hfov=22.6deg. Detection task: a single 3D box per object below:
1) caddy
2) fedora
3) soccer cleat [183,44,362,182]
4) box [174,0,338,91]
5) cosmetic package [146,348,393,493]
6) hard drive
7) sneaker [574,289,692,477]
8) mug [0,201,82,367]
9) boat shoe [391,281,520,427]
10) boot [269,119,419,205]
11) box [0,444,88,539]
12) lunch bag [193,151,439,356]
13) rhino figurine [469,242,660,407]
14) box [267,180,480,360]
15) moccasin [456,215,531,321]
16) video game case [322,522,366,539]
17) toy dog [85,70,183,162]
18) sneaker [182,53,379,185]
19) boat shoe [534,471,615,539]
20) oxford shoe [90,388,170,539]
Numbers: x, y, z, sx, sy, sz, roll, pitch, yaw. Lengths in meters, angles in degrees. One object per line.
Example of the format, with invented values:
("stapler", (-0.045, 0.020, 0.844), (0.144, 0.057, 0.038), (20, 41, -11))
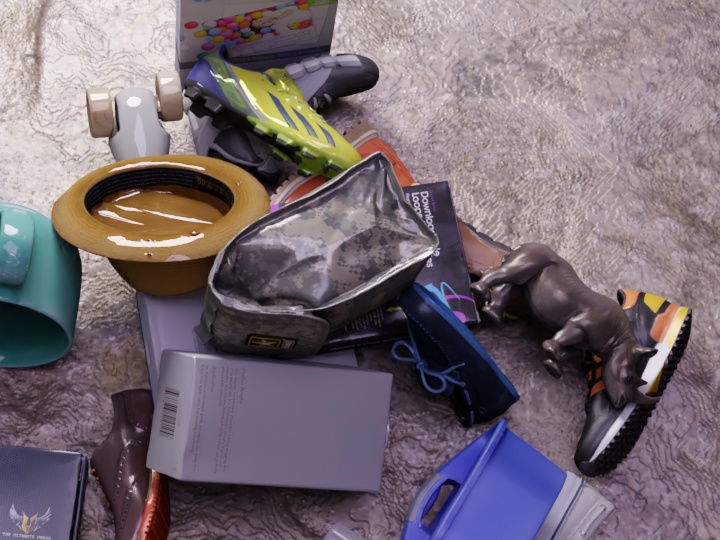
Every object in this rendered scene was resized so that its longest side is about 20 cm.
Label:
("caddy", (0.094, 0.226, 1.593), (0.105, 0.141, 0.200), (33, 66, 3))
("fedora", (-0.178, -0.033, 1.632), (0.200, 0.082, 0.201), (-1, 32, 1))
("soccer cleat", (-0.075, -0.153, 1.713), (0.200, 0.065, 0.084), (29, 71, 16))
("box", (-0.102, -0.247, 1.751), (0.156, 0.200, 0.041), (-8, 65, -11))
("cosmetic package", (-0.078, 0.133, 1.595), (0.200, 0.081, 0.113), (9, 89, -28))
("hard drive", (-0.102, 0.073, 1.669), (0.200, 0.025, 0.132), (0, 64, -27))
("sneaker", (0.238, 0.104, 1.711), (0.090, 0.070, 0.200), (25, 64, 22))
("mug", (-0.318, 0.003, 1.629), (0.185, 0.152, 0.115), (-18, 56, 34))
("boat shoe", (0.082, 0.088, 1.628), (0.069, 0.200, 0.084), (-39, 41, 2))
("boot", (-0.028, -0.051, 1.744), (0.200, 0.075, 0.107), (-41, 81, -22))
("box", (-0.349, 0.232, 1.590), (0.200, 0.051, 0.158), (7, 64, -3))
("lunch bag", (-0.048, 0.005, 1.564), (0.200, 0.164, 0.118), (-29, 81, -14))
("rhino figurine", (0.200, 0.053, 1.658), (0.200, 0.060, 0.087), (41, 73, 6))
("box", (0.000, 0.000, 1.676), (0.200, 0.036, 0.143), (-8, 74, -8))
("moccasin", (0.126, 0.011, 1.732), (0.201, 0.074, 0.078), (31, 80, 4))
("video game case", (0.019, 0.340, 1.532), (0.200, 0.023, 0.182), (32, 111, 9))
("toy dog", (-0.213, -0.095, 1.747), (0.132, 0.096, 0.200), (11, 80, -4))
("sneaker", (-0.072, -0.142, 1.785), (0.200, 0.075, 0.116), (-11, 72, 0))
("boat shoe", (0.176, 0.282, 1.619), (0.086, 0.075, 0.202), (31, 57, 5))
("oxford shoe", (-0.208, 0.199, 1.617), (0.072, 0.071, 0.200), (3, 57, 5))
